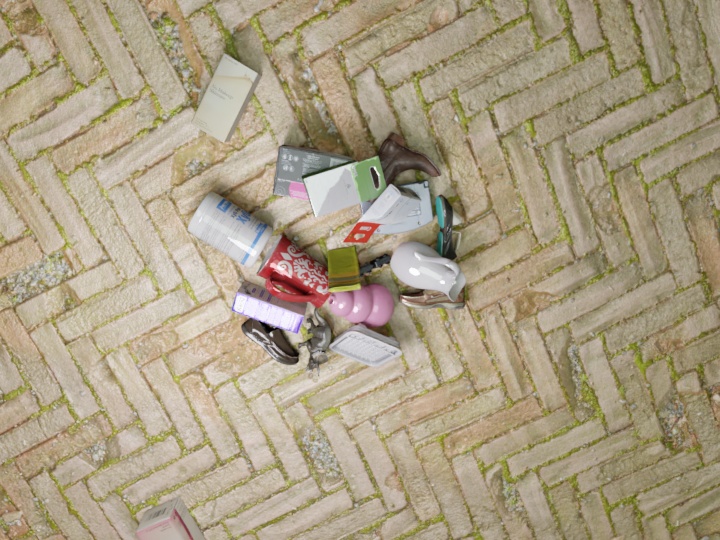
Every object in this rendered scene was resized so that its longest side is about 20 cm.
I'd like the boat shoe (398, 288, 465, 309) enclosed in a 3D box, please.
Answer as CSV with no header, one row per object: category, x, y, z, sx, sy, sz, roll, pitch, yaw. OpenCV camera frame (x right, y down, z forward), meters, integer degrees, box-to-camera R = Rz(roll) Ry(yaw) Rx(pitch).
boat shoe,0.207,0.070,1.656,0.198,0.076,0.072,1,101,-11

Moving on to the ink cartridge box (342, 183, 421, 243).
ink cartridge box,0.058,-0.133,1.508,0.047,0.160,0.200,46,109,16

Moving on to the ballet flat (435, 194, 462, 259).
ballet flat,0.247,-0.120,1.613,0.068,0.068,0.202,-7,115,-9

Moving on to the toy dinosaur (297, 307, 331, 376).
toy dinosaur,-0.120,0.197,1.663,0.102,0.077,0.202,15,85,27

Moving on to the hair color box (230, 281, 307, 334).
hair color box,-0.257,0.104,1.630,0.199,0.109,0.065,22,104,-6

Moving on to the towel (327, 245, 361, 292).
towel,-0.047,-0.007,1.563,0.085,0.201,0.018,-6,124,-1

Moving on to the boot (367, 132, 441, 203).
boot,0.094,-0.243,1.551,0.186,0.064,0.201,36,85,4

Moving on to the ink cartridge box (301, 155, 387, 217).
ink cartridge box,-0.040,-0.218,1.462,0.198,0.059,0.105,-18,108,-5

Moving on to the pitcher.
pitcher,0.184,-0.013,1.563,0.199,0.172,0.122,27,68,20

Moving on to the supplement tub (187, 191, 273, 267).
supplement tub,-0.351,-0.109,1.562,0.199,0.132,0.132,32,102,-10

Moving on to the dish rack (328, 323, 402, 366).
dish rack,0.015,0.212,1.641,0.171,0.200,0.044,23,60,-15

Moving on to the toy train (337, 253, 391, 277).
toy train,0.000,0.000,1.604,0.199,0.046,0.034,-25,98,-28

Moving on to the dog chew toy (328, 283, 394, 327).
dog chew toy,-0.002,0.094,1.599,0.199,0.124,0.125,9,107,-38

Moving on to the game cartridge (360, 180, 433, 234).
game cartridge,0.101,-0.171,1.607,0.198,0.041,0.134,-9,101,1

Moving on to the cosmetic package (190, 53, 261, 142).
cosmetic package,-0.352,-0.450,1.505,0.103,0.073,0.201,27,103,-8

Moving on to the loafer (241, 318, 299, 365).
loafer,-0.253,0.201,1.673,0.199,0.073,0.071,37,103,-10

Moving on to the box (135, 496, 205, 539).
box,-0.595,0.848,1.814,0.127,0.109,0.201,-24,103,4

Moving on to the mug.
mug,-0.181,0.026,1.594,0.199,0.133,0.178,33,63,-14

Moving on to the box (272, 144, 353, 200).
box,-0.125,-0.257,1.538,0.198,0.115,0.133,9,103,-6
